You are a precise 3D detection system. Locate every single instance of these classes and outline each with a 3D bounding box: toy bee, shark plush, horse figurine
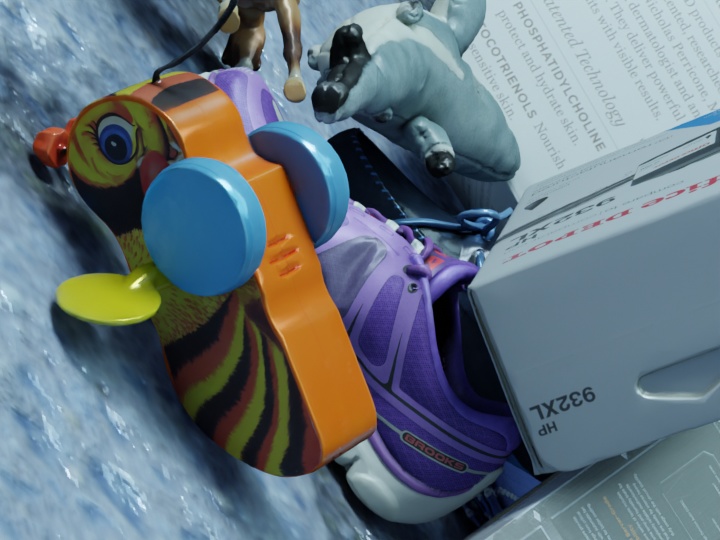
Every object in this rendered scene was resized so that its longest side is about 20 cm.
[{"bbox_3d":[-0.059,-0.028,0.933,0.131,0.108,0.201,7,82,-51],"label":"toy bee"},{"bbox_3d":[0.027,-0.078,1.143,0.084,0.091,0.200,61,5,7],"label":"shark plush"},{"bbox_3d":[-0.056,-0.158,1.094,0.133,0.050,0.201,-98,174,-66],"label":"horse figurine"}]

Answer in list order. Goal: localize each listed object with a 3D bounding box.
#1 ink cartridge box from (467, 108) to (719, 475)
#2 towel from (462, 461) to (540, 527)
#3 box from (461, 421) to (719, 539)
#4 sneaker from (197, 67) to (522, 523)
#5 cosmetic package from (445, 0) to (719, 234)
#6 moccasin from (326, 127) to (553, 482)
[{"bbox_3d":[0.134,-0.004,1.070,0.200,0.144,0.084,-53,121,-73],"label":"ink cartridge box"},{"bbox_3d":[0.104,0.176,1.133,0.145,0.024,0.201,33,30,-57],"label":"towel"},{"bbox_3d":[0.134,0.163,1.035,0.158,0.048,0.201,-32,87,-32],"label":"box"},{"bbox_3d":[0.000,0.000,1.051,0.201,0.083,0.081,57,17,5],"label":"sneaker"},{"bbox_3d":[0.153,-0.073,1.324,0.167,0.199,0.167,60,-6,14],"label":"cosmetic package"},{"bbox_3d":[0.058,0.009,1.213,0.200,0.068,0.081,51,18,-12],"label":"moccasin"}]
